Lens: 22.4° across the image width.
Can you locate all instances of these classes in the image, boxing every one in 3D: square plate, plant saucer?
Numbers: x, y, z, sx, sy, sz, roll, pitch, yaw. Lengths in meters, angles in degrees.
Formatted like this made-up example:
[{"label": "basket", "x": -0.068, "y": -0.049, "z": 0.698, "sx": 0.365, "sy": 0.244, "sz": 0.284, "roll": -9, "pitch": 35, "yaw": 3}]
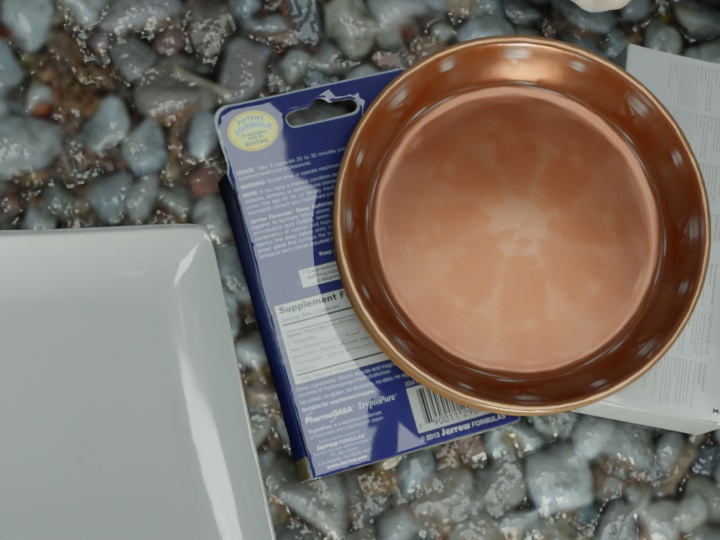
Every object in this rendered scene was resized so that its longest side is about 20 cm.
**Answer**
[{"label": "square plate", "x": -0.142, "y": 0.077, "z": 0.888, "sx": 0.197, "sy": 0.028, "sz": 0.201, "roll": -3, "pitch": 73, "yaw": -38}, {"label": "plant saucer", "x": 0.083, "y": -0.023, "z": 0.952, "sx": 0.199, "sy": 0.032, "sz": 0.202, "roll": 2, "pitch": 78, "yaw": -7}]

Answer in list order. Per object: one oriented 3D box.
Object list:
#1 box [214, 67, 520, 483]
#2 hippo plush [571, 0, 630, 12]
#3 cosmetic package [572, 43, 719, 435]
[{"label": "box", "x": 0.000, "y": 0.000, "z": 0.969, "sx": 0.120, "sy": 0.032, "sz": 0.201, "roll": -14, "pitch": 84, "yaw": -16}, {"label": "hippo plush", "x": 0.186, "y": -0.190, "z": 1.014, "sx": 0.160, "sy": 0.200, "sz": 0.159, "roll": 35, "pitch": 105, "yaw": -28}, {"label": "cosmetic package", "x": 0.167, "y": -0.016, "z": 1.004, "sx": 0.082, "sy": 0.051, "sz": 0.202, "roll": 11, "pitch": 77, "yaw": -7}]
